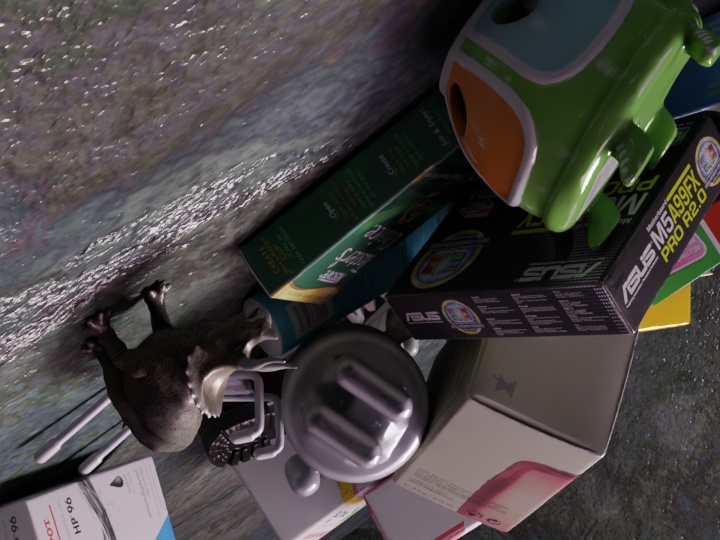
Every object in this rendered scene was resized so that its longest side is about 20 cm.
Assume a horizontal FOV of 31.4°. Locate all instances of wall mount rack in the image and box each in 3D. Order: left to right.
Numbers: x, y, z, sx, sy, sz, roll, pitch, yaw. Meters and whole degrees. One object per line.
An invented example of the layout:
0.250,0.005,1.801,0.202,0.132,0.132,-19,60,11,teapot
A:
-0.152,0.116,1.001,0.171,0.076,0.200,-2,165,4,wall mount rack

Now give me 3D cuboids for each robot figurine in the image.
-0.006,0.100,1.005,0.170,0.113,0.200,-53,-177,-2,robot figurine

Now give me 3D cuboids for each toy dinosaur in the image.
-0.133,0.078,0.835,0.077,0.103,0.200,-22,160,-44,toy dinosaur

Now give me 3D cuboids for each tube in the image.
0.000,0.000,1.020,0.199,0.050,0.078,-30,143,-28,tube

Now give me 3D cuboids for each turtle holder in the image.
0.130,-0.121,0.746,0.187,0.131,0.141,-57,168,1,turtle holder

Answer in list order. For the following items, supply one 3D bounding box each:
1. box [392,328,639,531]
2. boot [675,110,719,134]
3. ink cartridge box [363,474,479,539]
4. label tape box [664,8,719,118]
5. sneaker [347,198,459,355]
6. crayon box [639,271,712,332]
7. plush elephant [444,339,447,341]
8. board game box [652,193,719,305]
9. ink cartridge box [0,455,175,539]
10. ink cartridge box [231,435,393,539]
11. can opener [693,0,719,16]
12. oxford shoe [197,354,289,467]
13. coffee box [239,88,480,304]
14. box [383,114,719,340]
0.115,0.099,0.978,0.200,0.108,0.129,120,-6,-61,box
0.198,-0.076,1.046,0.181,0.073,0.200,-34,-167,4,boot
0.104,0.210,1.265,0.145,0.085,0.200,-34,166,12,ink cartridge box
0.251,-0.159,0.970,0.199,0.067,0.143,-24,-173,-37,label tape box
0.068,0.005,1.145,0.075,0.081,0.200,-18,156,-47,sneaker
0.190,0.016,1.086,0.124,0.052,0.200,-6,-169,-19,crayon box
0.135,0.046,1.251,0.197,0.167,0.155,-14,-159,-14,plush elephant
0.293,-0.075,0.947,0.200,0.040,0.153,-43,-174,46,board game box
-0.239,0.235,1.045,0.067,0.117,0.199,-19,177,29,ink cartridge box
-0.023,0.166,1.317,0.199,0.147,0.147,-36,167,3,ink cartridge box
0.250,-0.207,0.932,0.199,0.054,0.067,-29,162,-24,can opener
-0.060,0.103,1.153,0.198,0.085,0.073,-13,134,-27,oxford shoe
0.019,-0.052,0.897,0.199,0.044,0.123,-38,168,9,coffee box
0.130,-0.025,0.859,0.199,0.044,0.161,-5,-142,51,box
